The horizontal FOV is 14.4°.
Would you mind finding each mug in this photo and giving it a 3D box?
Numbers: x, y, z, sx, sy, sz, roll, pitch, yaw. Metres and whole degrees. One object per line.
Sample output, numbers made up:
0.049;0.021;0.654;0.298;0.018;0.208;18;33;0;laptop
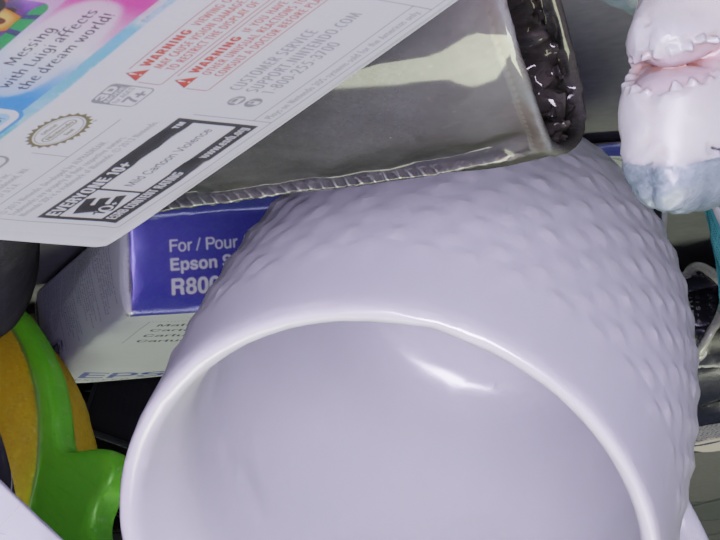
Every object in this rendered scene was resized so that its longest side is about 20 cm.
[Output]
0.041;0.051;0.823;0.147;0.200;0.175;-31;-163;27;mug

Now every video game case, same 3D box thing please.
-0.060;-0.060;0.535;0.182;0.024;0.200;5;152;-44;video game case

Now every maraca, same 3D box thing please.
-0.140;0.083;0.995;0.107;0.138;0.200;18;-167;-38;maraca

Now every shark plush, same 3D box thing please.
0.111;-0.046;0.693;0.091;0.084;0.200;-12;169;23;shark plush

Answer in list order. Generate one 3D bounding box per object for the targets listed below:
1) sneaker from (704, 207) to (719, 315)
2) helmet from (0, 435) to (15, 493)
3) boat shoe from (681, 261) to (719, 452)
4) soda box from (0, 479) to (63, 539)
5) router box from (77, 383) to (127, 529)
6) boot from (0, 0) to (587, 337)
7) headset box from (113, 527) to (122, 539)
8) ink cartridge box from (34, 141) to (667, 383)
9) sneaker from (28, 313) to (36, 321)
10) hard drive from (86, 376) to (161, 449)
0.157;0.031;0.882;0.077;0.201;0.080;-23;-172;-26;sneaker
-0.194;0.080;0.849;0.199;0.201;0.191;-3;148;-24;helmet
0.173;0.023;1.180;0.093;0.075;0.200;16;147;-38;boat shoe
-0.118;0.079;0.735;0.068;0.200;0.064;-48;-160;-13;soda box
-0.035;0.083;1.248;0.157;0.052;0.200;-3;-172;-27;router box
-0.042;-0.034;0.726;0.199;0.073;0.182;-15;169;7;boot
-0.206;0.141;1.298;0.199;0.093;0.174;3;-174;-18;headset box
0.000;0.000;1.003;0.199;0.041;0.200;-5;170;-18;ink cartridge box
-0.215;0.065;1.104;0.199;0.076;0.070;-9;170;3;sneaker
0.002;0.047;1.149;0.199;0.043;0.135;-7;-168;-33;hard drive
